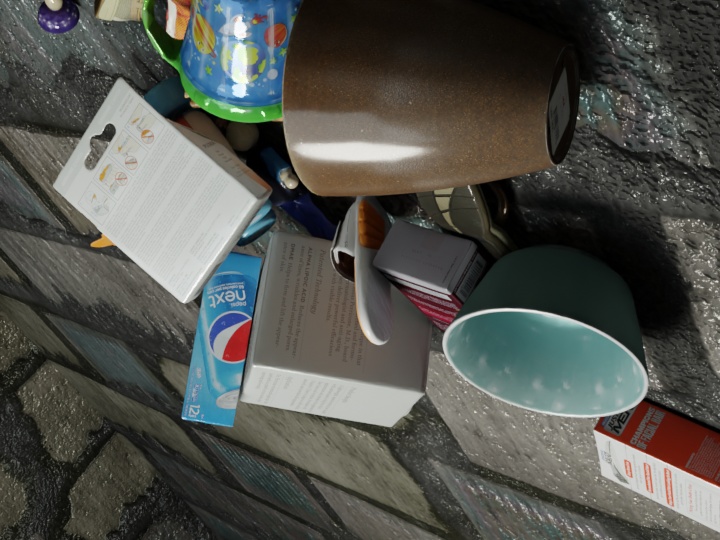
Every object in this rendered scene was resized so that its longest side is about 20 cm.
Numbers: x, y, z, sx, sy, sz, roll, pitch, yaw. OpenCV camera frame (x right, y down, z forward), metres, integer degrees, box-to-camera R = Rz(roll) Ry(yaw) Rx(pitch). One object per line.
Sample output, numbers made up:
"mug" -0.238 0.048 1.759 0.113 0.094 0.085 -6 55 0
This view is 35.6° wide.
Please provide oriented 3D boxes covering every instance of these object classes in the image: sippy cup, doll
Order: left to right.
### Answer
"sippy cup" -0.102 -0.230 1.030 0.140 0.176 0.131 58 157 32
"doll" -0.090 -0.099 1.333 0.200 0.049 0.136 48 166 -18

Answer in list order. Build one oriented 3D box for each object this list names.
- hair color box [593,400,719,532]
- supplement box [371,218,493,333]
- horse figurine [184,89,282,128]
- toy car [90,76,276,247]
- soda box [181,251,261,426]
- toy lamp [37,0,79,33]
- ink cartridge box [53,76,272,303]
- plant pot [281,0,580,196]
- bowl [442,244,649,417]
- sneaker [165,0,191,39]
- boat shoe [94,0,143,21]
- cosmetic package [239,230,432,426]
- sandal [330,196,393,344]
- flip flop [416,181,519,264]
"hair color box" 0.361 0.218 1.228 0.199 0.064 0.111 22 153 31
"supplement box" 0.110 0.029 1.200 0.108 0.061 0.200 20 163 41
"horse figurine" -0.113 -0.180 1.160 0.131 0.051 0.200 6 180 -5
"toy car" -0.230 -0.082 1.303 0.185 0.199 0.177 53 175 5
"soda box" -0.165 0.080 1.332 0.063 0.202 0.068 9 175 -8
"toy lamp" -0.366 -0.354 1.273 0.058 0.058 0.201 32 155 14
"ink cartridge box" -0.217 -0.088 1.220 0.200 0.050 0.163 42 115 5
"plant pot" 0.068 -0.140 0.898 0.198 0.188 0.188 10 146 24
"bowl" 0.187 0.050 1.089 0.199 0.106 0.202 14 149 8
"sneaker" -0.158 -0.275 1.120 0.076 0.074 0.200 14 159 0
"boat shoe" -0.223 -0.311 1.139 0.064 0.073 0.200 8 161 -22
"cosmetic package" -0.029 0.074 1.322 0.198 0.167 0.165 11 158 -9
"sandal" -0.004 -0.005 1.200 0.059 0.208 0.079 -19 132 22
"flip flop" 0.118 -0.060 1.103 0.081 0.058 0.200 21 166 37
